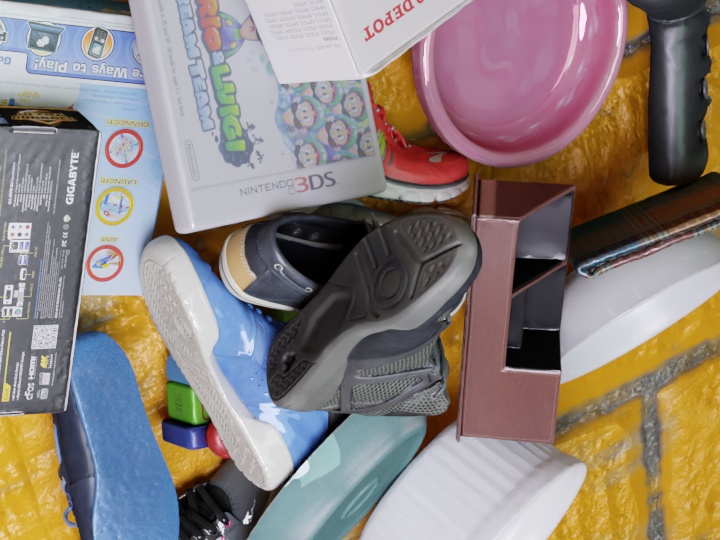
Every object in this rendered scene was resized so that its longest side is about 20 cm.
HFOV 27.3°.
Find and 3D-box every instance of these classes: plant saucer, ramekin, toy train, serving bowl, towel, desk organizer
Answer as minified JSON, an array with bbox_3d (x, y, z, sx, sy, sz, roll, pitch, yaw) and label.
[{"bbox_3d":[0.117,-0.182,1.147,0.200,0.051,0.201,-13,115,-30],"label":"plant saucer"},{"bbox_3d":[0.087,0.208,1.230,0.200,0.098,0.200,-43,159,-21],"label":"ramekin"},{"bbox_3d":[-0.057,0.070,1.144,0.200,0.085,0.116,-8,99,-33],"label":"toy train"},{"bbox_3d":[0.221,0.021,1.256,0.200,0.066,0.200,-28,165,-8],"label":"serving bowl"},{"bbox_3d":[0.232,-0.036,1.165,0.147,0.200,0.022,-22,96,8],"label":"towel"},{"bbox_3d":[0.118,0.033,1.137,0.077,0.072,0.200,4,119,4],"label":"desk organizer"},{"bbox_3d":[-0.011,0.163,1.122,0.200,0.036,0.200,-45,166,-15],"label":"plant saucer"}]

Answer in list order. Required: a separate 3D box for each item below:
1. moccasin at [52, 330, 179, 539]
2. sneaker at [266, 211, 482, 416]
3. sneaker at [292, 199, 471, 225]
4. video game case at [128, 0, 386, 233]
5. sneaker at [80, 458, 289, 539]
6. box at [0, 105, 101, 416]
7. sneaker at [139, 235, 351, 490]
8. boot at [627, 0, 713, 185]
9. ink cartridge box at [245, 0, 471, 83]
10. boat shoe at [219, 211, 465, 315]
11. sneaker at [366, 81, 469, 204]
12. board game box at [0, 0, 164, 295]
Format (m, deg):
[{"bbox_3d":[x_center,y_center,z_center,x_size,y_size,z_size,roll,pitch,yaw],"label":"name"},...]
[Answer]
[{"bbox_3d":[-0.179,0.141,1.069,0.080,0.068,0.200,-9,94,-36],"label":"moccasin"},{"bbox_3d":[0.034,0.034,0.965,0.114,0.076,0.199,13,137,-33],"label":"sneaker"},{"bbox_3d":[0.042,-0.009,1.155,0.200,0.092,0.076,6,107,-35],"label":"sneaker"},{"bbox_3d":[-0.068,-0.137,1.000,0.182,0.024,0.200,-14,95,-43],"label":"video game case"},{"bbox_3d":[-0.149,0.202,1.138,0.200,0.084,0.121,-55,137,2],"label":"sneaker"},{"bbox_3d":[-0.255,-0.003,0.927,0.160,0.049,0.200,-1,111,-29],"label":"box"},{"bbox_3d":[-0.070,0.045,1.046,0.111,0.077,0.200,-35,108,-26],"label":"sneaker"},{"bbox_3d":[0.248,-0.162,1.197,0.165,0.066,0.200,-42,138,-54],"label":"boot"},{"bbox_3d":[-0.020,-0.242,0.972,0.147,0.083,0.200,-41,120,-38],"label":"ink cartridge box"},{"bbox_3d":[0.000,0.000,1.027,0.200,0.062,0.075,10,62,-35],"label":"boat shoe"},{"bbox_3d":[0.006,-0.098,1.108,0.200,0.077,0.085,5,99,-36],"label":"sneaker"},{"bbox_3d":[-0.227,-0.084,0.975,0.200,0.056,0.196,2,110,-33],"label":"board game box"}]
